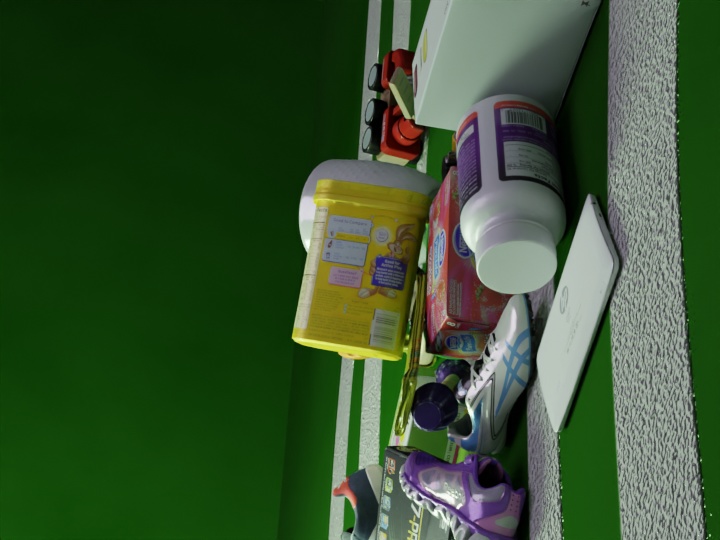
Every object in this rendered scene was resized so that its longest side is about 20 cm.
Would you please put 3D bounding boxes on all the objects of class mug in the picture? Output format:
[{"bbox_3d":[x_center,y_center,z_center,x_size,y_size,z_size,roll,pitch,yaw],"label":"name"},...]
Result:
[{"bbox_3d":[0.045,-0.070,1.919,0.199,0.174,0.150,4,-90,-55],"label":"mug"}]

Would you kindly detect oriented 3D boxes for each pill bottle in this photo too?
[{"bbox_3d":[0.157,-0.078,1.498,0.112,0.110,0.202,108,168,-48],"label":"pill bottle"}]

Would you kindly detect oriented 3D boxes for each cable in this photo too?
[{"bbox_3d":[0.138,-0.116,1.982,0.200,0.050,0.098,88,170,-67],"label":"cable"}]

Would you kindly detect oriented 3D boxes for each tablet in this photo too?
[{"bbox_3d":[0.206,0.041,1.388,0.131,0.013,0.202,-95,16,-57],"label":"tablet"}]

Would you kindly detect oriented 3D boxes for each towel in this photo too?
[{"bbox_3d":[0.058,0.095,1.663,0.201,0.018,0.087,-80,2,-54],"label":"towel"}]

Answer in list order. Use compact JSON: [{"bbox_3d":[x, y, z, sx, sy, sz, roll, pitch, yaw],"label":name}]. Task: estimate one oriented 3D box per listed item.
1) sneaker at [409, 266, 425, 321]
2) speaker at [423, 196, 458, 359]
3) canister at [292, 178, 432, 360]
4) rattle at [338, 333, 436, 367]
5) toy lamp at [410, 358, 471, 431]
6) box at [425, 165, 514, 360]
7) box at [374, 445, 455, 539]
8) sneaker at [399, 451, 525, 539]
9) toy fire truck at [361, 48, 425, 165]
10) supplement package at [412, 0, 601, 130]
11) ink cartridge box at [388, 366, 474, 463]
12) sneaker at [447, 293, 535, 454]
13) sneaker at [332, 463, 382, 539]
[{"bbox_3d":[0.072,0.040,1.902,0.199,0.070,0.077,14,112,57],"label":"sneaker"},{"bbox_3d":[0.119,0.004,1.770,0.089,0.087,0.202,112,164,-59],"label":"speaker"},{"bbox_3d":[0.000,0.000,1.767,0.087,0.147,0.203,36,-117,-73],"label":"canister"},{"bbox_3d":[0.059,0.032,1.996,0.131,0.141,0.202,-63,-15,-50],"label":"rattle"},{"bbox_3d":[0.096,0.146,1.681,0.200,0.058,0.059,-39,-39,-74],"label":"toy lamp"},{"bbox_3d":[0.132,-0.007,1.652,0.100,0.094,0.202,115,162,-60],"label":"box"},{"bbox_3d":[0.075,0.324,1.698,0.161,0.049,0.203,16,100,58],"label":"box"},{"bbox_3d":[0.115,0.232,1.534,0.200,0.080,0.089,33,107,58],"label":"sneaker"},{"bbox_3d":[0.071,-0.286,2.311,0.200,0.127,0.178,144,136,-62],"label":"toy fire truck"},{"bbox_3d":[0.152,-0.256,1.550,0.112,0.154,0.201,-91,13,-46],"label":"supplement package"},{"bbox_3d":[0.088,0.231,1.789,0.200,0.075,0.149,-99,19,-68],"label":"ink cartridge box"},{"bbox_3d":[0.143,0.114,1.549,0.072,0.072,0.202,-93,15,-60],"label":"sneaker"},{"bbox_3d":[0.024,0.356,1.848,0.075,0.084,0.202,41,-154,-80],"label":"sneaker"}]
